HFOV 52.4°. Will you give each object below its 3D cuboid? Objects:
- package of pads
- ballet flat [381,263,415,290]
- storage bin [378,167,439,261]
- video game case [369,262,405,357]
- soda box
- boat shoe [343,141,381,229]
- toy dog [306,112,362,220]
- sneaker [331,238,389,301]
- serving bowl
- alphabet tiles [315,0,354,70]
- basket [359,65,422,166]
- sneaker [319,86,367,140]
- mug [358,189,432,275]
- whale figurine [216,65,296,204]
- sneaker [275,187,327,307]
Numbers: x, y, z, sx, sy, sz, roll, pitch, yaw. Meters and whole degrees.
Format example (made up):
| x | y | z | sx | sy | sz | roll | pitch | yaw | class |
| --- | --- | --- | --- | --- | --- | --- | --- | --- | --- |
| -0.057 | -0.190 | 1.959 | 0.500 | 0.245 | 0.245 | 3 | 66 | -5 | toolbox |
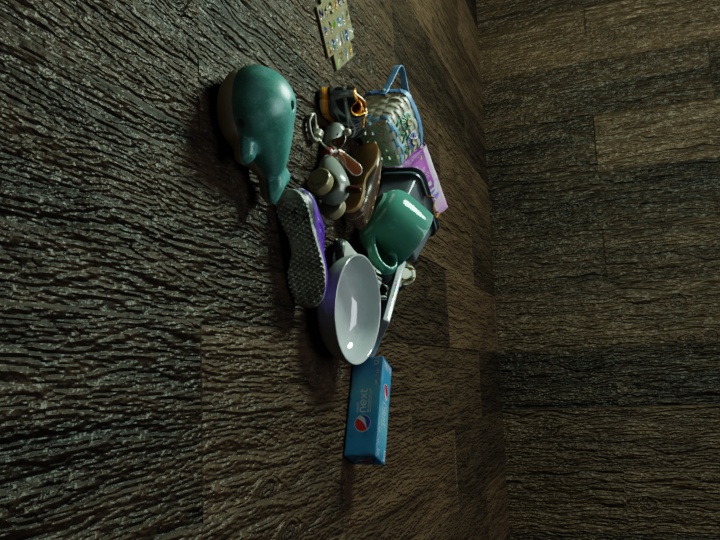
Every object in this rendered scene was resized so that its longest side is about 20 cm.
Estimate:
| x | y | z | sx | sy | sz | roll | pitch | yaw | class |
| --- | --- | --- | --- | --- | --- | --- | --- | --- | --- |
| 0.139 | -0.210 | 1.840 | 0.120 | 0.075 | 0.202 | -41 | 125 | -26 | package of pads |
| 0.094 | 0.013 | 1.751 | 0.200 | 0.072 | 0.075 | 13 | 73 | -70 | ballet flat |
| 0.106 | -0.121 | 1.738 | 0.136 | 0.143 | 0.202 | -64 | 145 | -39 | storage bin |
| 0.052 | 0.090 | 1.575 | 0.202 | 0.018 | 0.145 | -71 | -177 | -50 | video game case |
| 0.017 | 0.278 | 1.458 | 0.064 | 0.066 | 0.204 | 57 | 33 | -54 | soda box |
| 0.005 | -0.179 | 1.542 | 0.071 | 0.069 | 0.203 | 54 | 44 | -44 | boat shoe |
| -0.037 | -0.199 | 1.381 | 0.132 | 0.094 | 0.205 | 29 | 59 | -68 | toy dog |
| 0.000 | 0.000 | 1.467 | 0.201 | 0.078 | 0.075 | 57 | 35 | -51 | sneaker |
| -0.029 | 0.071 | 1.364 | 0.199 | 0.065 | 0.205 | -4 | 94 | -64 | serving bowl |
| -0.052 | -0.525 | 1.554 | 0.201 | 0.006 | 0.169 | -62 | 142 | -58 | alphabet tiles |
| 0.077 | -0.344 | 1.683 | 0.178 | 0.136 | 0.202 | 66 | 36 | -42 | basket |
| -0.018 | -0.320 | 1.497 | 0.200 | 0.076 | 0.080 | 16 | 68 | -71 | sneaker |
| 0.066 | -0.091 | 1.554 | 0.114 | 0.153 | 0.185 | 38 | 14 | -11 | mug |
| -0.135 | -0.202 | 1.086 | 0.160 | 0.102 | 0.203 | -68 | 147 | -54 | whale figurine |
| -0.084 | -0.043 | 1.246 | 0.099 | 0.068 | 0.205 | -37 | 120 | -70 | sneaker |
